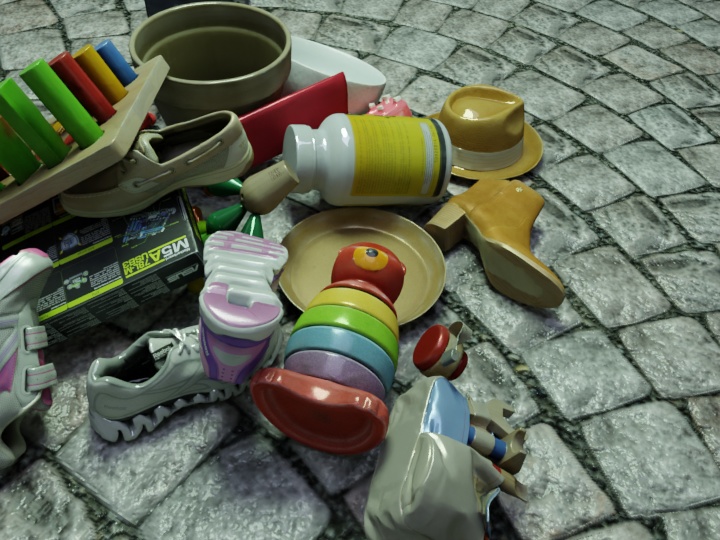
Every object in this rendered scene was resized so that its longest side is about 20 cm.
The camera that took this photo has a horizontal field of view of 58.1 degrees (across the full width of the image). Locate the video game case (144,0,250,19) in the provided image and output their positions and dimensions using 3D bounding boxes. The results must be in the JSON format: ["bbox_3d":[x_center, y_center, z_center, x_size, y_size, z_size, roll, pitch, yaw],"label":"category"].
[{"bbox_3d":[-0.222,-0.315,0.925,0.141,0.201,0.019,3,50,-2],"label":"video game case"}]

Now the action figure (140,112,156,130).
[{"bbox_3d":[-0.348,-0.179,0.862,0.098,0.066,0.200,11,30,12],"label":"action figure"}]

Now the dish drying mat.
[{"bbox_3d":[-0.099,-0.182,0.814,0.199,0.077,0.018,-30,57,-23],"label":"dish drying mat"}]

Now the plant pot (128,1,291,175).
[{"bbox_3d":[-0.187,-0.225,0.853,0.197,0.175,0.202,2,47,-3],"label":"plant pot"}]

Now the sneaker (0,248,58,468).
[{"bbox_3d":[-0.304,0.081,0.569,0.087,0.203,0.081,20,1,-8],"label":"sneaker"}]

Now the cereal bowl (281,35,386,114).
[{"bbox_3d":[-0.065,-0.277,0.965,0.197,0.084,0.201,17,26,-9],"label":"cereal bowl"}]

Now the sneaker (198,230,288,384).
[{"bbox_3d":[-0.113,0.031,0.598,0.079,0.090,0.201,10,25,-9],"label":"sneaker"}]

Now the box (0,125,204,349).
[{"bbox_3d":[-0.273,-0.040,0.675,0.198,0.048,0.195,-25,60,-4],"label":"box"}]

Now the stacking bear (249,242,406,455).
[{"bbox_3d":[-0.010,0.057,0.615,0.120,0.114,0.202,13,53,9],"label":"stacking bear"}]

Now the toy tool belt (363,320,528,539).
[{"bbox_3d":[0.085,0.156,0.558,0.122,0.125,0.201,34,47,-15],"label":"toy tool belt"}]

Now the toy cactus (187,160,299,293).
[{"bbox_3d":[-0.148,-0.070,0.734,0.164,0.102,0.201,-34,57,10],"label":"toy cactus"}]

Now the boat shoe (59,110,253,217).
[{"bbox_3d":[-0.208,-0.109,0.640,0.197,0.065,0.073,-14,57,0],"label":"boat shoe"}]

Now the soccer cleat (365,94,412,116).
[{"bbox_3d":[-0.010,-0.171,0.902,0.199,0.077,0.067,-33,28,-14],"label":"soccer cleat"}]

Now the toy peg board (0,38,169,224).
[{"bbox_3d":[-0.318,-0.161,0.651,0.198,0.098,0.201,-22,37,16],"label":"toy peg board"}]

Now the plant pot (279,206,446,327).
[{"bbox_3d":[0.000,0.000,0.753,0.197,0.028,0.202,3,44,-3],"label":"plant pot"}]

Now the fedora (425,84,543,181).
[{"bbox_3d":[0.175,-0.212,0.941,0.197,0.082,0.202,3,45,-3],"label":"fedora"}]

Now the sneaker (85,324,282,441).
[{"bbox_3d":[-0.161,0.085,0.615,0.198,0.082,0.075,-25,50,-29],"label":"sneaker"}]

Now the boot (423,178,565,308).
[{"bbox_3d":[0.190,-0.048,0.785,0.200,0.071,0.144,33,53,32],"label":"boot"}]

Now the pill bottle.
[{"bbox_3d":[0.007,-0.138,0.814,0.197,0.113,0.113,-2,44,-20],"label":"pill bottle"}]
